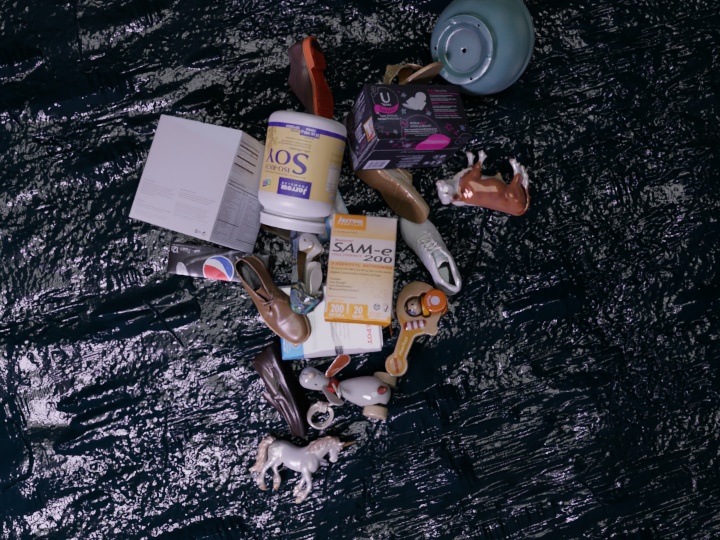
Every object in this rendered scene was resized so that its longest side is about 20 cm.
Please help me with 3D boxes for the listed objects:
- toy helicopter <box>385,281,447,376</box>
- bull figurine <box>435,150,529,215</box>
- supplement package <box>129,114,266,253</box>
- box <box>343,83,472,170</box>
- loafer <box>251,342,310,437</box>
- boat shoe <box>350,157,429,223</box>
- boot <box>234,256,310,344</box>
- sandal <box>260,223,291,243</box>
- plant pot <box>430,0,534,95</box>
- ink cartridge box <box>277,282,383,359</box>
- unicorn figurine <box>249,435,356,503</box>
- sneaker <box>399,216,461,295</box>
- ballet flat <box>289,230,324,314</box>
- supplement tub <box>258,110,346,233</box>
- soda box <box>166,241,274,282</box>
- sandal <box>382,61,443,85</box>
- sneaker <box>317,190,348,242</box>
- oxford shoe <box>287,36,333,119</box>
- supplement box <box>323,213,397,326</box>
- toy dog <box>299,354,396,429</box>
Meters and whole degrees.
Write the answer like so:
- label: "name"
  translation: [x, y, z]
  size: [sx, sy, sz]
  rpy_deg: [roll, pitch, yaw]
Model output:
- label: "toy helicopter"
  translation: [0.092, 0.117, 1.054]
  size: [0.132, 0.079, 0.201]
  rpy_deg: [19, 81, 15]
- label: "bull figurine"
  translation: [0.256, -0.179, 1.070]
  size: [0.199, 0.065, 0.122]
  rpy_deg: [14, 92, -3]
- label: "supplement package"
  translation: [-0.289, -0.160, 0.978]
  size: [0.191, 0.147, 0.201]
  rpy_deg: [17, 89, 21]
- label: "box"
  translation: [0.086, -0.272, 0.986]
  size: [0.199, 0.132, 0.115]
  rpy_deg: [-7, 78, -23]
- label: "loafer"
  translation: [-0.162, 0.249, 1.054]
  size: [0.071, 0.073, 0.201]
  rpy_deg: [-23, 88, 11]
- label: "boat shoe"
  translation: [0.072, -0.181, 1.053]
  size: [0.200, 0.074, 0.069]
  rpy_deg: [44, 56, 6]
- label: "boot"
  translation: [-0.170, 0.059, 0.967]
  size: [0.074, 0.075, 0.200]
  rpy_deg: [-38, 87, 0]
- label: "sandal"
  translation: [-0.189, -0.111, 1.056]
  size: [0.200, 0.054, 0.081]
  rpy_deg: [26, 89, -2]
- label: "plant pot"
  translation: [0.216, -0.428, 0.986]
  size: [0.200, 0.134, 0.201]
  rpy_deg: [16, 124, 25]
- label: "ink cartridge box"
  translation: [-0.061, 0.096, 1.045]
  size: [0.199, 0.084, 0.145]
  rpy_deg: [-4, 88, -2]
- label: "unicorn figurine"
  translation: [-0.122, 0.389, 1.044]
  size: [0.199, 0.074, 0.138]
  rpy_deg: [16, 78, 3]
- label: "sneaker"
  translation: [0.151, -0.041, 1.058]
  size: [0.070, 0.080, 0.201]
  rpy_deg: [-34, 87, -1]
- label: "ballet flat"
  translation: [-0.096, -0.014, 0.989]
  size: [0.074, 0.074, 0.201]
  rpy_deg: [-4, 64, -3]
- label: "supplement tub"
  translation: [-0.110, -0.178, 0.949]
  size: [0.145, 0.145, 0.201]
  rpy_deg: [10, 98, -2]
- label: "soda box"
  translation: [-0.280, -0.013, 1.043]
  size: [0.199, 0.071, 0.064]
  rpy_deg: [7, 90, -3]
- label: "sandal"
  translation: [0.062, -0.366, 1.010]
  size: [0.078, 0.212, 0.070]
  rpy_deg: [-22, 84, -44]
- label: "sneaker"
  translation: [-0.086, -0.156, 1.052]
  size: [0.081, 0.077, 0.201]
  rpy_deg: [-24, 89, -1]
- label: "oxford shoe"
  translation: [-0.106, -0.370, 1.066]
  size: [0.072, 0.071, 0.201]
  rpy_deg: [-6, 93, 26]
- label: "supplement box"
  translation: [0.000, 0.000, 0.977]
  size: [0.126, 0.074, 0.201]
  rpy_deg: [4, 79, -2]
- label: "toy dog"
  translation: [-0.019, 0.234, 1.028]
  size: [0.199, 0.096, 0.132]
  rpy_deg: [-5, 65, -9]
